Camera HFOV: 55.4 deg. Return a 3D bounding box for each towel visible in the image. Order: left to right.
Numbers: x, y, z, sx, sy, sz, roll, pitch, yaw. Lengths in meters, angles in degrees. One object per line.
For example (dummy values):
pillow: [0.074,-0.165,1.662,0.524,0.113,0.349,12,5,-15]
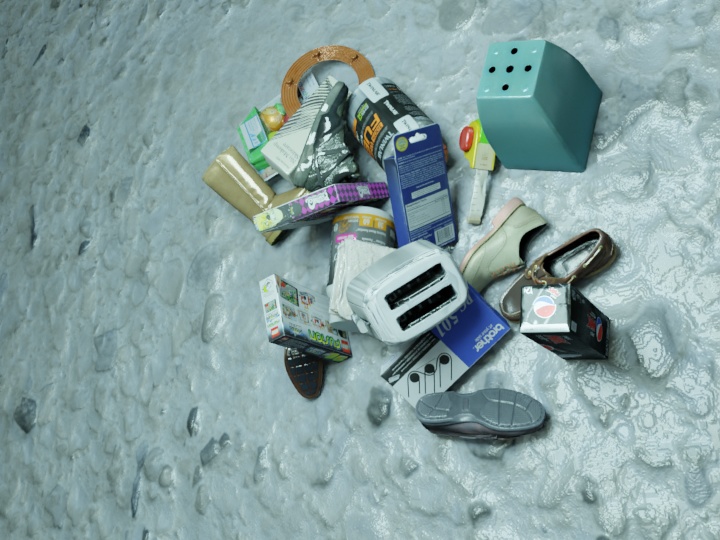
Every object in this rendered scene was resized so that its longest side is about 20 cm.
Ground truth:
towel: [0.049,0.028,1.127,0.034,0.197,0.135,150,129,-72]

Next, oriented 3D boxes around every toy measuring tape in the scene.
toy measuring tape: [0.198,-0.182,1.168,0.073,0.073,0.203,12,99,36]

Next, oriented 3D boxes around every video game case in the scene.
video game case: [-0.067,-0.115,1.236,0.179,0.199,0.036,-17,90,29]

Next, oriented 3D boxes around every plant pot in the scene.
plant pot: [0.263,-0.258,1.053,0.140,0.199,0.143,9,80,36]

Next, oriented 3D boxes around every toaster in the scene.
toaster: [0.078,0.031,1.030,0.198,0.129,0.115,-30,101,-5]

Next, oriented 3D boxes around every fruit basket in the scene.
fruit basket: [-0.157,-0.301,1.425,0.199,0.094,0.187,-34,58,17]

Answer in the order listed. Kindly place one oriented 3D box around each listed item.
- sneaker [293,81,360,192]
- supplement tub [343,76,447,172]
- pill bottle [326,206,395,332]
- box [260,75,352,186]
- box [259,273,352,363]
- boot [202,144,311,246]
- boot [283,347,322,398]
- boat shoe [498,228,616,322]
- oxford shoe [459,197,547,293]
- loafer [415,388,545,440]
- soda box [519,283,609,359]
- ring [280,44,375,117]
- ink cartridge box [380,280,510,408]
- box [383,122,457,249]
sneaker: [-0.039,-0.230,1.231,0.113,0.076,0.202,19,91,-2]
supplement tub: [0.064,-0.247,1.235,0.123,0.122,0.201,-46,55,13]
pill bottle: [0.000,0.000,1.199,0.115,0.116,0.203,-6,71,32]
box: [-0.092,-0.265,1.308,0.082,0.068,0.200,39,84,14]
box: [-0.091,0.086,1.179,0.034,0.199,0.111,-25,61,24]
boot: [-0.197,-0.174,1.365,0.200,0.066,0.175,45,104,3]
boot: [-0.108,0.130,1.270,0.074,0.097,0.203,-13,93,2]
boat shoe: [0.287,0.004,1.032,0.199,0.070,0.071,-40,57,18]
oxford shoe: [0.216,-0.017,1.088,0.074,0.071,0.201,37,99,29]
loafer: [0.184,0.223,1.043,0.197,0.063,0.072,-2,45,24]
soda box: [0.280,0.074,0.930,0.070,0.199,0.064,-5,71,32]
ring: [-0.067,-0.374,1.386,0.197,0.019,0.203,-3,71,9]
ink cartridge box: [0.131,0.123,1.083,0.094,0.044,0.200,43,103,-6]
box: [0.098,-0.129,1.116,0.032,0.120,0.203,7,113,46]
